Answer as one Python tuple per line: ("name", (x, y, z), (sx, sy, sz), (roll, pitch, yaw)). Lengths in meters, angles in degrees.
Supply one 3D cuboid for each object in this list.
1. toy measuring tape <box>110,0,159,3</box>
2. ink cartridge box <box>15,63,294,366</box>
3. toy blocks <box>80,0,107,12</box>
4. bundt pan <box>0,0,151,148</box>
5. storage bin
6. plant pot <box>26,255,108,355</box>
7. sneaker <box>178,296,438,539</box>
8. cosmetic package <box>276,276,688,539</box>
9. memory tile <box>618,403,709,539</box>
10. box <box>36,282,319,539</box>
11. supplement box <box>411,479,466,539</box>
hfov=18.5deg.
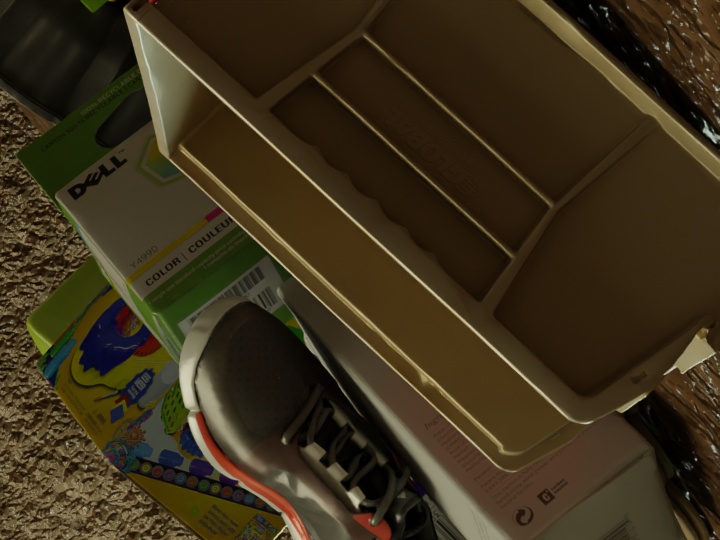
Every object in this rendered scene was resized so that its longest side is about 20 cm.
("toy measuring tape", (-0.117, -0.164, 1.125), (0.074, 0.074, 0.200), (52, 172, -3))
("ink cartridge box", (-0.088, -0.062, 1.131), (0.200, 0.148, 0.076), (46, 170, 34))
("toy blocks", (-0.205, -0.249, 1.219), (0.200, 0.100, 0.137), (45, -171, -30))
("bundt pan", (-0.162, -0.139, 1.326), (0.202, 0.076, 0.202), (36, -170, -7))
("storage bin", (0.029, -0.027, 0.751), (0.199, 0.094, 0.200), (43, 171, 5))
("plant pot", (-0.161, 0.072, 2.045), (0.181, 0.199, 0.200), (43, 169, 19))
("sneaker", (-0.007, 0.092, 1.042), (0.082, 0.077, 0.200), (-3, 129, 47))
("cosmetic package", (0.057, 0.070, 1.043), (0.200, 0.081, 0.113), (48, 171, 36))
("memory tile", (0.094, 0.046, 1.066), (0.153, 0.017, 0.200), (43, 168, 51))
("box", (-0.079, 0.053, 1.397), (0.122, 0.193, 0.200), (44, 176, -25))
("supplement box", (0.114, 0.175, 1.153), (0.200, 0.101, 0.103), (45, 175, 17))
